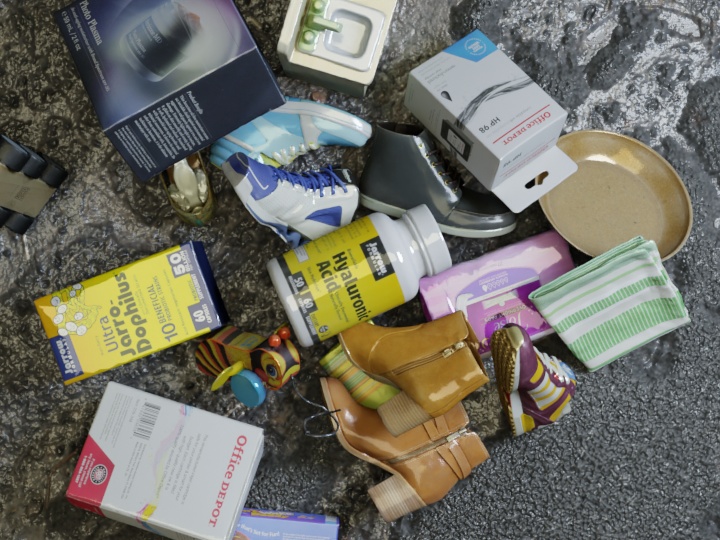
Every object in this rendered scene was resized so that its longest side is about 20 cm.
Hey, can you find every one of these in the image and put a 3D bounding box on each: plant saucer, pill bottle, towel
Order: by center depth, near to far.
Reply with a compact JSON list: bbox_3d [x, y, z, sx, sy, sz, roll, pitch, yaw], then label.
[{"bbox_3d":[0.000,0.000,1.421,0.199,0.111,0.112,-25,91,-4],"label":"pill bottle"},{"bbox_3d":[0.299,0.044,1.438,0.152,0.200,0.024,-29,52,13],"label":"towel"},{"bbox_3d":[0.299,-0.081,1.472,0.198,0.036,0.202,6,57,-10],"label":"plant saucer"},{"bbox_3d":[0.040,0.163,1.524,0.086,0.018,0.201,-38,92,6],"label":"towel"}]

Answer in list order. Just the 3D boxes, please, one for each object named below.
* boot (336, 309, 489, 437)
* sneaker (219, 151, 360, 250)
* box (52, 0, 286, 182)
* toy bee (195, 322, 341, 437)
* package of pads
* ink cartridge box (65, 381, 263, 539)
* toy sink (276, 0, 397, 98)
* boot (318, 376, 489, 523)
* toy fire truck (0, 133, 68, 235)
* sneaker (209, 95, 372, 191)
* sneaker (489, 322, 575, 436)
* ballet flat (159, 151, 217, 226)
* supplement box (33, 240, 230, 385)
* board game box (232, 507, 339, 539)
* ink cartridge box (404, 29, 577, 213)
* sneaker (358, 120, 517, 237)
[{"bbox_3d":[0.059,0.084,1.445,0.144,0.071,0.202,-35,60,9],"label":"boot"},{"bbox_3d":[-0.068,-0.093,1.447,0.115,0.081,0.199,-42,133,5],"label":"sneaker"},{"bbox_3d":[-0.223,-0.248,1.424,0.197,0.123,0.201,-29,61,-1],"label":"box"},{"bbox_3d":[-0.109,0.102,1.450,0.198,0.131,0.110,10,125,12],"label":"toy bee"},{"bbox_3d":[0.176,0.034,1.491,0.198,0.076,0.122,-20,89,0],"label":"package of pads"},{"bbox_3d":[-0.230,0.237,1.462,0.198,0.086,0.149,18,68,2],"label":"ink cartridge box"},{"bbox_3d":[-0.022,-0.286,1.423,0.111,0.200,0.132,16,90,0],"label":"toy sink"},{"bbox_3d":[0.051,0.187,1.489,0.154,0.074,0.201,-31,90,-3],"label":"boot"},{"bbox_3d":[-0.477,-0.132,1.442,0.199,0.176,0.129,38,91,10],"label":"toy fire truck"},{"bbox_3d":[-0.091,-0.143,1.487,0.198,0.080,0.132,12,89,9],"label":"sneaker"},{"bbox_3d":[0.209,0.119,1.451,0.089,0.201,0.075,-18,54,-4],"label":"sneaker"},{"bbox_3d":[-0.227,-0.150,1.491,0.070,0.071,0.202,-21,91,0],"label":"ballet flat"},{"bbox_3d":[-0.271,0.049,1.472,0.198,0.110,0.110,-21,91,1],"label":"supplement box"},{"bbox_3d":[-0.130,0.366,1.511,0.198,0.045,0.136,6,91,-1],"label":"board game box"},{"bbox_3d":[0.160,-0.178,1.442,0.115,0.067,0.200,-35,69,-23],"label":"ink cartridge box"},{"bbox_3d":[0.100,-0.110,1.472,0.198,0.075,0.107,13,116,1],"label":"sneaker"}]
